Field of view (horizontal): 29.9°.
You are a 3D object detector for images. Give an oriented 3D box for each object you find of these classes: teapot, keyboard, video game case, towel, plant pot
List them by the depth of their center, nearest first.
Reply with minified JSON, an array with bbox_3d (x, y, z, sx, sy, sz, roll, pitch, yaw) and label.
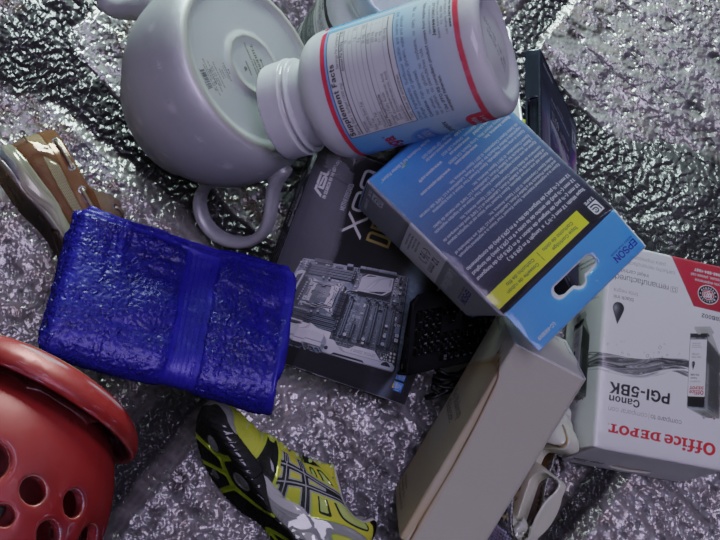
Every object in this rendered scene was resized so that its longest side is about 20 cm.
[{"bbox_3d":[-0.281,0.160,1.045,0.200,0.200,0.183,30,67,-8],"label":"plant pot"},{"bbox_3d":[-0.152,0.028,1.100,0.199,0.050,0.148,15,49,-14],"label":"towel"},{"bbox_3d":[-0.141,-0.150,1.200,0.197,0.146,0.201,32,49,-36],"label":"teapot"},{"bbox_3d":[0.120,0.063,1.236,0.199,0.040,0.105,-9,114,-40],"label":"keyboard"},{"bbox_3d":[0.181,-0.086,1.276,0.019,0.143,0.201,-8,63,20],"label":"video game case"}]

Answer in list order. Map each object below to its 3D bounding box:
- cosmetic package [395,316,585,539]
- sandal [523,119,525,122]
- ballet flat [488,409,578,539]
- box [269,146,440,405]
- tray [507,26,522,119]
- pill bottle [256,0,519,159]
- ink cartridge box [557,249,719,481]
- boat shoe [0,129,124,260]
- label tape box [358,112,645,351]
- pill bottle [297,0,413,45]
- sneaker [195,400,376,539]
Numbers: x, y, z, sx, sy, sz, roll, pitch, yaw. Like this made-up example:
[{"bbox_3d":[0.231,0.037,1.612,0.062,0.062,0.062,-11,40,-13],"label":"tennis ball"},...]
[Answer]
[{"bbox_3d":[0.109,0.145,1.174,0.073,0.104,0.201,26,103,-8],"label":"cosmetic package"},{"bbox_3d":[0.072,-0.094,1.295,0.199,0.080,0.087,-32,51,-15],"label":"sandal"},{"bbox_3d":[0.165,0.176,1.244,0.072,0.072,0.201,22,76,-11],"label":"ballet flat"},{"bbox_3d":[0.000,0.000,1.213,0.157,0.050,0.201,21,96,-12],"label":"box"},{"bbox_3d":[0.097,-0.160,1.279,0.107,0.022,0.201,-6,45,6],"label":"tray"},{"bbox_3d":[0.021,-0.155,1.102,0.199,0.109,0.109,-14,78,22],"label":"pill bottle"},{"bbox_3d":[0.276,0.090,1.299,0.146,0.083,0.201,11,73,-15],"label":"ink cartridge box"},{"bbox_3d":[-0.237,-0.039,1.176,0.072,0.076,0.200,-36,91,-24],"label":"boat shoe"},{"bbox_3d":[0.118,-0.039,1.140,0.143,0.066,0.200,-42,82,-20],"label":"label tape box"},{"bbox_3d":[0.012,-0.225,1.230,0.112,0.200,0.114,4,75,-17],"label":"pill bottle"},{"bbox_3d":[-0.067,0.185,1.180,0.076,0.075,0.200,-44,103,-29],"label":"sneaker"}]
